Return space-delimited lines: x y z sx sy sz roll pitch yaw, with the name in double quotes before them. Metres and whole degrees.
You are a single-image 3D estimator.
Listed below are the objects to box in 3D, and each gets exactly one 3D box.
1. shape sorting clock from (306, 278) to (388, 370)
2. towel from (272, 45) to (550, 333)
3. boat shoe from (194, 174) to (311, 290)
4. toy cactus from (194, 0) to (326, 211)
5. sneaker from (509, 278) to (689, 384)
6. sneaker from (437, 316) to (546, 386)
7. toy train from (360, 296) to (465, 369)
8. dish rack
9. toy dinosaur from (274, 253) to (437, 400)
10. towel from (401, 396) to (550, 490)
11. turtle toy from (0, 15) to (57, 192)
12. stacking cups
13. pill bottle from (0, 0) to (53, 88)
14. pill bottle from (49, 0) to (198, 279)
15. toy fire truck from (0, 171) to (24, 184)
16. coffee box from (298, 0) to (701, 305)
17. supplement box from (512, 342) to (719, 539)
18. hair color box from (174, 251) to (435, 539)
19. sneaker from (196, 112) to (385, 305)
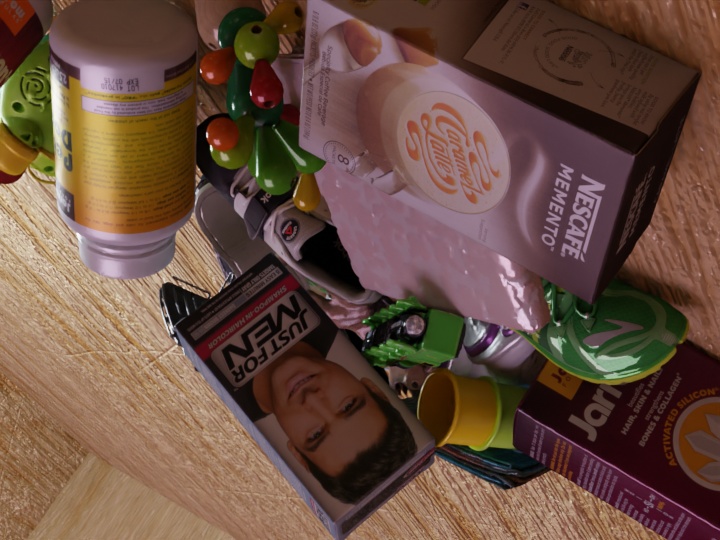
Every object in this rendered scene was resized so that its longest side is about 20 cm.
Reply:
"shape sorting clock" -0.028 0.043 1.361 0.198 0.039 0.200 32 162 12
"towel" 0.032 -0.060 0.931 0.190 0.032 0.202 13 133 52
"boat shoe" -0.096 -0.010 1.284 0.063 0.072 0.202 -111 -5 -59
"toy cactus" -0.064 -0.131 0.877 0.200 0.101 0.167 59 -168 -75
"sneaker" 0.130 0.016 0.959 0.198 0.075 0.084 24 163 32
"sneaker" 0.123 0.057 1.116 0.098 0.076 0.200 14 162 -9
"toy train" 0.035 0.052 1.030 0.056 0.042 0.200 16 171 -6
"dish rack" -0.078 0.058 1.198 0.198 0.055 0.154 25 -164 -25
"toy dinosaur" 0.000 0.000 1.152 0.134 0.086 0.202 0 125 43
"towel" 0.114 0.130 1.173 0.145 0.022 0.199 22 -164 31
"turtle toy" -0.220 -0.131 1.147 0.199 0.146 0.101 33 -169 -46
"stacking cups" 0.140 0.119 1.094 0.198 0.062 0.060 11 175 -30
"pill bottle" -0.296 -0.184 1.021 0.109 0.201 0.110 31 161 12
"pill bottle" -0.178 -0.097 1.050 0.108 0.109 0.202 25 129 26
"toy fire truck" -0.313 -0.180 1.237 0.200 0.113 0.167 42 142 -21
"coffee box" 0.069 -0.087 0.759 0.198 0.080 0.115 29 142 19
"supplement box" 0.220 0.119 0.995 0.198 0.111 0.086 30 161 16
"hair color box" -0.042 0.094 1.056 0.200 0.099 0.061 48 165 20
"sneaker" -0.052 -0.049 1.069 0.199 0.074 0.089 39 -170 0
